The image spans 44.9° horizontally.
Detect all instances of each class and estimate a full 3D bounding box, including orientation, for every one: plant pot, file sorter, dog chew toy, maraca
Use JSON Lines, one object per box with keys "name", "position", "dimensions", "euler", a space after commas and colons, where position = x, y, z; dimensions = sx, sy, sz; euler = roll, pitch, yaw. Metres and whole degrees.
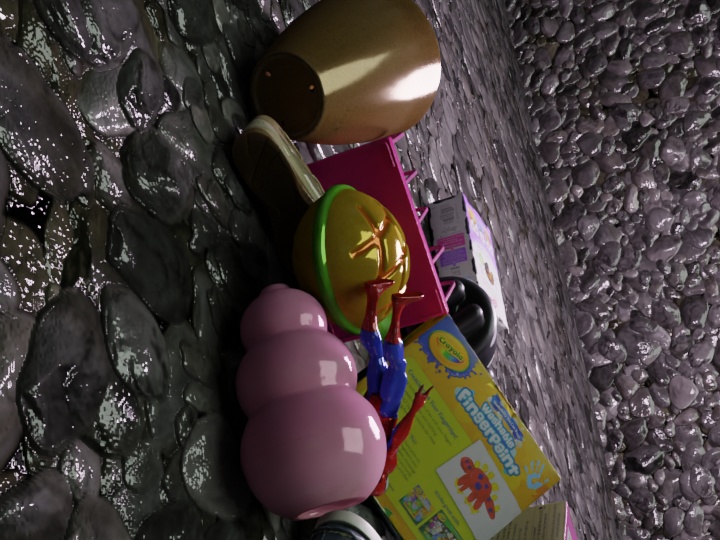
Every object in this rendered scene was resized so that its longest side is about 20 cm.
{"name": "plant pot", "position": [-0.032, -0.219, 0.984], "dimensions": [0.200, 0.185, 0.188], "euler": [-37, 111, -55]}
{"name": "file sorter", "position": [0.014, -0.043, 0.998], "dimensions": [0.125, 0.138, 0.201], "euler": [-47, 119, -68]}
{"name": "dog chew toy", "position": [-0.052, 0.106, 0.752], "dimensions": [0.124, 0.124, 0.201], "euler": [32, 38, -61]}
{"name": "maraca", "position": [0.000, 0.000, 0.848], "dimensions": [0.200, 0.106, 0.138], "euler": [50, 45, -55]}

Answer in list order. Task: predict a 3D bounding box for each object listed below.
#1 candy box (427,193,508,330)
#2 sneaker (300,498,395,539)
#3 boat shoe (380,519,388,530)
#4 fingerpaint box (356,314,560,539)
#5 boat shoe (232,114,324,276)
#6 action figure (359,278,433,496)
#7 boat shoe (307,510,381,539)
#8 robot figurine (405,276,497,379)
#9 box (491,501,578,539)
{"name": "candy box", "position": [0.188, -0.006, 1.526], "dimensions": [0.168, 0.071, 0.201], "euler": [42, 37, -56]}
{"name": "sneaker", "position": [-0.028, 0.255, 0.783], "dimensions": [0.091, 0.066, 0.200], "euler": [66, 20, -3]}
{"name": "boat shoe", "position": [0.045, 0.294, 0.924], "dimensions": [0.066, 0.069, 0.202], "euler": [158, -76, -81]}
{"name": "fingerpaint box", "position": [0.072, 0.173, 0.870], "dimensions": [0.201, 0.166, 0.073], "euler": [54, -14, -1]}
{"name": "boat shoe", "position": [-0.062, -0.068, 0.909], "dimensions": [0.065, 0.071, 0.201], "euler": [-74, 144, -58]}
{"name": "action figure", "position": [0.023, 0.112, 0.783], "dimensions": [0.051, 0.065, 0.202], "euler": [-7, 110, -43]}
{"name": "boat shoe", "position": [0.024, 0.282, 0.690], "dimensions": [0.201, 0.075, 0.062], "euler": [57, 29, -12]}
{"name": "robot figurine", "position": [0.123, 0.084, 1.182], "dimensions": [0.200, 0.124, 0.151], "euler": [68, 27, -68]}
{"name": "box", "position": [0.160, 0.377, 0.986], "dimensions": [0.097, 0.199, 0.177], "euler": [-49, 121, -66]}
